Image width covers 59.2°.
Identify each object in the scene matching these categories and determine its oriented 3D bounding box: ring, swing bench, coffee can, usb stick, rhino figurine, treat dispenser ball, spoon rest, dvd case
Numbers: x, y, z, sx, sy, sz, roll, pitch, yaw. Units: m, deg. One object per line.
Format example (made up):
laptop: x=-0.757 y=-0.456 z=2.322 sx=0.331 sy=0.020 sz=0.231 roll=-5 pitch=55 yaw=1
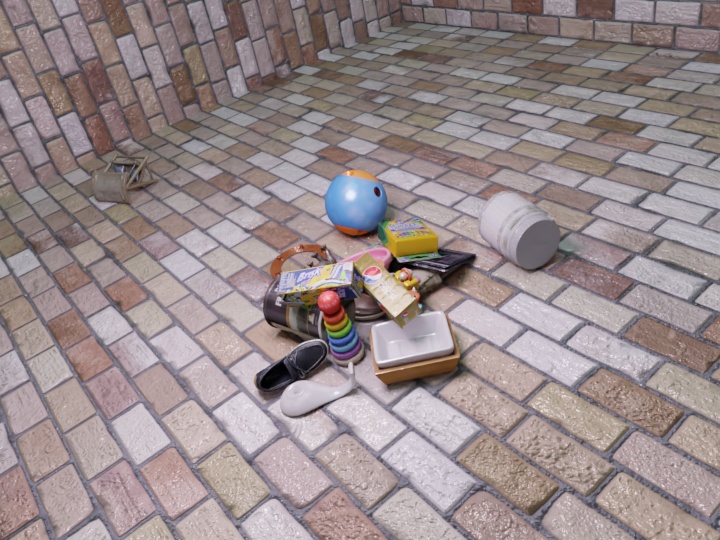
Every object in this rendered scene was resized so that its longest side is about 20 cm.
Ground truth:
ring: x=-0.185 y=-0.027 z=1.954 sx=0.197 sy=0.019 sz=0.202 roll=-10 pitch=35 yaw=7
swing bench: x=-0.995 y=-0.383 z=2.648 sx=0.196 sy=0.131 sz=0.201 roll=6 pitch=39 yaw=26
coffee can: x=-0.132 y=0.101 z=1.638 sx=0.198 sy=0.148 sz=0.146 roll=14 pitch=42 yaw=34
usb stick: x=0.149 y=-0.049 z=1.838 sx=0.200 sy=0.056 sz=0.032 roll=-44 pitch=13 yaw=-36
rhino figurine: x=-0.129 y=0.017 z=1.818 sx=0.060 sy=0.088 sz=0.201 roll=-29 pitch=19 yaw=44
treat dispenser ball: x=-0.014 y=-0.214 z=1.996 sx=0.198 sy=0.203 sz=0.202 roll=-9 pitch=34 yaw=6
spoon rest: x=-0.096 y=0.279 z=1.465 sx=0.198 sy=0.061 sz=0.100 roll=-23 pitch=31 yaw=11
dvd case: x=0.215 y=-0.034 z=1.757 sx=0.147 sy=0.016 sz=0.199 roll=12 pitch=17 yaw=32

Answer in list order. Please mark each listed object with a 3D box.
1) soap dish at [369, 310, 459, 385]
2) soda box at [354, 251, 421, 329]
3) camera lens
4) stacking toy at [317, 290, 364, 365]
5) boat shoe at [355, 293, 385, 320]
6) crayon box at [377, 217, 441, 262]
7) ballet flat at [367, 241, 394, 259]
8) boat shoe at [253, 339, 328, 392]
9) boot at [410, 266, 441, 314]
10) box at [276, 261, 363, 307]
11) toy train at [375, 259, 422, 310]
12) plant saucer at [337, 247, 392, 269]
soap dish: x=0.125 y=0.183 z=1.489 sx=0.197 sy=0.082 sz=0.158 roll=-12 pitch=34 yaw=3
soda box: x=0.057 y=0.046 z=1.527 sx=0.068 sy=0.064 sz=0.200 roll=-40 pitch=54 yaw=-7
camera lens: x=0.428 y=-0.114 z=1.734 sx=0.158 sy=0.162 sz=0.200 roll=-22 pitch=35 yaw=-12
stacking toy: x=-0.055 y=0.132 z=1.512 sx=0.084 sy=0.202 sz=0.086 roll=-13 pitch=38 yaw=10
boat shoe: x=-0.026 y=0.082 z=1.690 sx=0.199 sy=0.076 sz=0.075 roll=3 pitch=37 yaw=23
crayon box: x=0.135 y=-0.088 z=1.766 sx=0.124 sy=0.052 sz=0.200 roll=-7 pitch=25 yaw=-14
ballet flat: x=0.114 y=-0.076 z=1.889 sx=0.198 sy=0.068 sz=0.075 roll=-32 pitch=59 yaw=-15
boat shoe: x=-0.163 y=0.232 z=1.517 sx=0.198 sy=0.075 sz=0.062 roll=-27 pitch=7 yaw=-10
boot: x=0.154 y=0.055 z=1.673 sx=0.153 sy=0.073 sz=0.200 roll=-23 pitch=35 yaw=-18
box: x=-0.096 y=0.035 z=1.521 sx=0.197 sy=0.070 sz=0.065 roll=-8 pitch=56 yaw=22
toy train: x=0.077 y=0.035 z=1.595 sx=0.197 sy=0.056 sz=0.150 roll=18 pitch=40 yaw=19
plant saucer: x=0.000 y=0.000 z=1.774 sx=0.198 sy=0.051 sz=0.201 roll=-20 pitch=18 yaw=7
